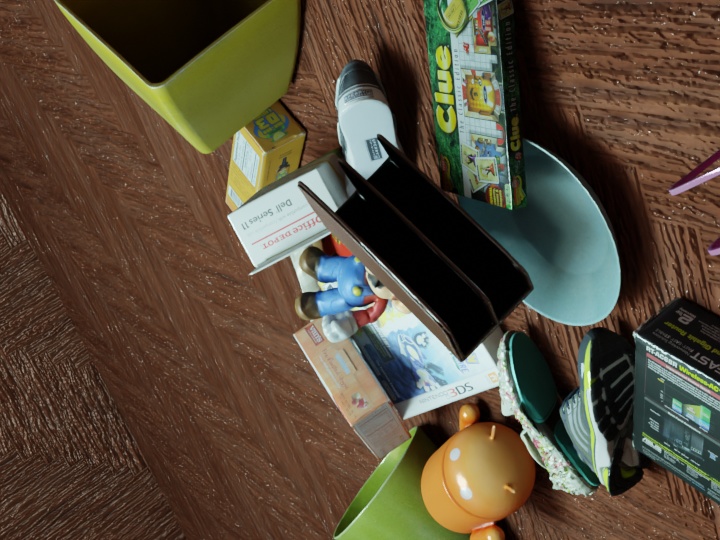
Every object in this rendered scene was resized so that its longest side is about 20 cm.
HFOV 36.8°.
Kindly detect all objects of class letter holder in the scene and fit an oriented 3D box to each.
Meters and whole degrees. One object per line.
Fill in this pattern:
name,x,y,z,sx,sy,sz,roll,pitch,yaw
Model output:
letter holder,0.050,-0.031,0.996,0.200,0.101,0.142,45,179,19

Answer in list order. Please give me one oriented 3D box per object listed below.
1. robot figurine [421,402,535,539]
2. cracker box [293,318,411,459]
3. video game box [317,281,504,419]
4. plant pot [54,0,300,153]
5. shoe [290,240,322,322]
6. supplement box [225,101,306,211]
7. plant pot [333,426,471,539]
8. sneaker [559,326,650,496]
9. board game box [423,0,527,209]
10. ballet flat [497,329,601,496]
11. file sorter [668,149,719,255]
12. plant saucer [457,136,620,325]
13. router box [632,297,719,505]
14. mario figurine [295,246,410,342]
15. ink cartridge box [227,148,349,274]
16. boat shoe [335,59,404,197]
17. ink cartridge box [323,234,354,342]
robot figurine,0.141,0.250,1.311,0.116,0.144,0.200,31,154,1
cracker box,-0.007,0.144,1.326,0.134,0.057,0.200,56,176,23
video game box,0.065,0.061,1.244,0.182,0.047,0.201,-29,95,45
plant pot,-0.185,-0.256,1.216,0.200,0.200,0.177,42,164,27
shoe,-0.064,0.019,1.423,0.070,0.053,0.202,-143,39,-73
supplement box,-0.125,-0.130,1.390,0.069,0.066,0.200,52,155,14
plant pot,0.098,0.347,1.467,0.199,0.187,0.187,38,154,1
sneaker,0.230,0.134,1.065,0.081,0.074,0.201,33,145,45
board game box,0.098,-0.159,0.943,0.105,0.023,0.202,24,126,56
ballet flat,0.188,0.159,1.158,0.064,0.076,0.201,-24,99,46
file sorter,0.311,-0.013,0.673,0.201,0.125,0.139,56,155,-1
plant saucer,0.170,-0.044,0.993,0.201,0.039,0.202,42,152,28
router box,0.322,0.133,0.904,0.200,0.062,0.151,34,148,39
mario figurine,0.000,0.000,1.155,0.199,0.106,0.124,-11,106,44
ink cartridge box,-0.071,-0.069,1.194,0.068,0.116,0.200,61,-167,-10
boat shoe,0.008,-0.141,1.144,0.200,0.071,0.068,71,-172,-58
ink cartridge box,-0.005,0.041,1.409,0.173,0.043,0.201,42,152,25
